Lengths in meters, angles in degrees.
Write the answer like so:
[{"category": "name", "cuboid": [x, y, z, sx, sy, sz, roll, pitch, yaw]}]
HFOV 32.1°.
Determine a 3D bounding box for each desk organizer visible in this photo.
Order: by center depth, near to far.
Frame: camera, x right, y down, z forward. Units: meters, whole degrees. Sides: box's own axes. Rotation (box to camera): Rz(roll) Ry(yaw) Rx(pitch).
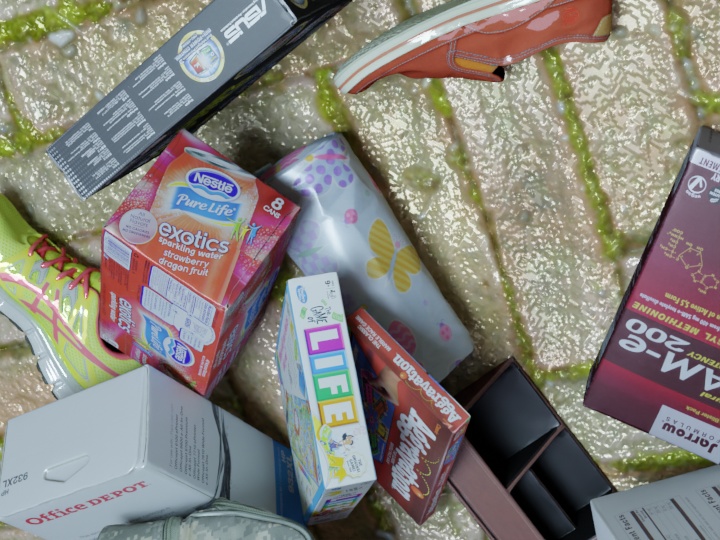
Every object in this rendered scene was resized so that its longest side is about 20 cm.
[{"category": "desk organizer", "cuboid": [0.137, 0.171, 0.930, 0.077, 0.072, 0.201, -36, 96, 24]}]

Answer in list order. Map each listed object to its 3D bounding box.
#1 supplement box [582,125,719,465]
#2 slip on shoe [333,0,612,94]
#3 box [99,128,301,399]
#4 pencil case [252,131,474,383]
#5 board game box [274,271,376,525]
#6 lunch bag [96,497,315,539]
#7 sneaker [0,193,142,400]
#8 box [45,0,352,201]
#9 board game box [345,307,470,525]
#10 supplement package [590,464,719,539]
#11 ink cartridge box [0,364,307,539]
[{"category": "supplement box", "cuboid": [0.236, 0.019, 0.844, 0.108, 0.061, 0.202, 22, 116, 9]}, {"category": "slip on shoe", "cuboid": [0.074, -0.150, 0.833, 0.198, 0.074, 0.062, -16, 107, 18]}, {"category": "box", "cuboid": [-0.119, 0.004, 0.887, 0.099, 0.096, 0.200, 33, 154, 4]}, {"category": "pencil case", "cuboid": [0.000, 0.000, 0.906, 0.090, 0.083, 0.201, -20, 105, 54]}, {"category": "board game box", "cuboid": [-0.028, 0.096, 0.871, 0.034, 0.200, 0.136, -9, 74, -9]}, {"category": "lunch bag", "cuboid": [-0.082, 0.255, 0.900, 0.166, 0.141, 0.201, -10, 146, 10]}, {"category": "sneaker", "cuboid": [-0.236, 0.015, 1.002, 0.090, 0.078, 0.201, -28, 105, 17]}, {"category": "box", "cuboid": [-0.099, -0.139, 0.843, 0.199, 0.160, 0.044, -35, 97, 25]}, {"category": "board game box", "cuboid": [0.023, 0.110, 0.885, 0.103, 0.019, 0.201, 43, 157, 18]}, {"category": "supplement package", "cuboid": [0.269, 0.197, 0.833, 0.198, 0.110, 0.115, -14, 106, -3]}, {"category": "ink cartridge box", "cuboid": [-0.154, 0.165, 0.959, 0.144, 0.085, 0.200, -21, 143, 25]}]
